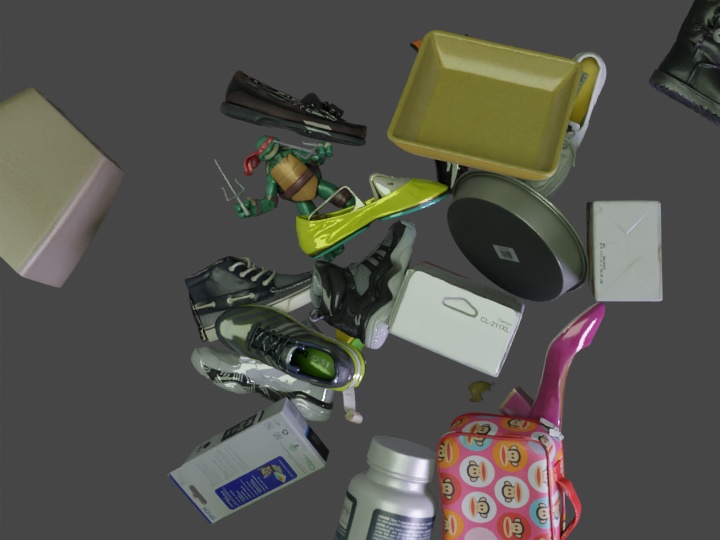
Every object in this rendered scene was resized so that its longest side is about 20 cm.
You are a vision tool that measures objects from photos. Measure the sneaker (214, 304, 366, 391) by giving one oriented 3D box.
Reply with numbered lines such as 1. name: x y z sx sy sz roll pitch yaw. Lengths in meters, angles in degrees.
1. sneaker: -0.092 0.093 1.644 0.198 0.081 0.075 17 92 13

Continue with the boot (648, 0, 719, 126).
1. boot: 0.471 -0.279 1.622 0.164 0.066 0.201 31 93 4

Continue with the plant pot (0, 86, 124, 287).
1. plant pot: -0.419 -0.116 1.712 0.200 0.200 0.177 44 88 4

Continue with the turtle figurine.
1. turtle figurine: -0.079 -0.112 1.697 0.200 0.101 0.150 42 114 -11

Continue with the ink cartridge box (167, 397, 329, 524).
1. ink cartridge box: -0.147 0.249 1.728 0.199 0.039 0.100 -29 110 23

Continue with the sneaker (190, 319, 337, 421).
1. sneaker: -0.115 0.111 1.729 0.198 0.075 0.116 21 96 2

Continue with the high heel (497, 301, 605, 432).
1. high heel: 0.264 0.138 1.666 0.096 0.067 0.201 42 104 15

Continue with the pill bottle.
1. pill bottle: 0.033 0.321 1.692 0.118 0.120 0.202 16 96 8

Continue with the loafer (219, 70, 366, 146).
1. loafer: -0.083 -0.209 1.709 0.198 0.072 0.064 14 91 11

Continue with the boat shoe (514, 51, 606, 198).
1. boat shoe: 0.249 -0.177 1.646 0.074 0.086 0.204 29 97 7

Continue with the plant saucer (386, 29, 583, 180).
1. plant saucer: 0.149 -0.187 1.575 0.198 0.049 0.201 14 52 9

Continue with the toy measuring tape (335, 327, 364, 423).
1. toy measuring tape: 0.007 0.090 1.691 0.073 0.074 0.202 -7 70 9

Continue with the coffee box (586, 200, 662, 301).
1. coffee box: 0.312 -0.027 1.587 0.079 0.200 0.116 -1 94 8

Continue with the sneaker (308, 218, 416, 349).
1. sneaker: 0.000 0.000 1.651 0.113 0.201 0.076 16 139 3

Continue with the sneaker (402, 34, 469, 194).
1. sneaker: 0.096 -0.198 1.683 0.089 0.070 0.203 3 89 14

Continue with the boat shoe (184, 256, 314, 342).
1. boat shoe: -0.135 0.017 1.723 0.198 0.075 0.094 -22 97 10

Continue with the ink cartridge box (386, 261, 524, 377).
1. ink cartridge box: 0.119 0.055 1.622 0.144 0.200 0.084 22 96 7

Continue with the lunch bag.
1. lunch bag: 0.188 0.283 1.659 0.174 0.082 0.203 3 108 21

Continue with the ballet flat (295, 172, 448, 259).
1. ballet flat: 0.009 -0.081 1.640 0.198 0.067 0.068 -25 97 6

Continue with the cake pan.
1. cake pan: 0.184 -0.036 1.613 0.200 0.201 0.037 40 66 5
